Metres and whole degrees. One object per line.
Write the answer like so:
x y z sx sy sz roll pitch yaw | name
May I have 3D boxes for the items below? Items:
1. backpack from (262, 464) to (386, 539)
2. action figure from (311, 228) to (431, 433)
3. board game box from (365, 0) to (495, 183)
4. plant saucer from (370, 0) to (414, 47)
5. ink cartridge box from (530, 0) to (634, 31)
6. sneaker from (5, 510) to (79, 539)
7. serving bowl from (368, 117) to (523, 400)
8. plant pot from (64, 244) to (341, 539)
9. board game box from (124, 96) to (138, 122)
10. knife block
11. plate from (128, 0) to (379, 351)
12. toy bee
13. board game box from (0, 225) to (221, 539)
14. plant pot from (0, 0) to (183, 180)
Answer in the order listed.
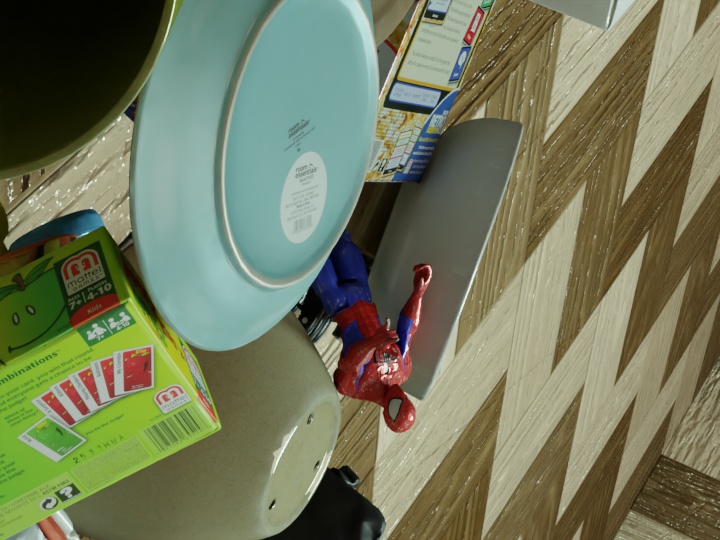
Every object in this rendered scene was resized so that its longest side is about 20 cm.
-0.079 0.219 1.183 0.154 0.163 0.200 -45 159 -29 | backpack
0.000 0.000 1.024 0.065 0.201 0.099 -12 161 -36 | action figure
0.035 -0.151 0.983 0.201 0.046 0.151 -67 164 10 | board game box
-0.004 -0.182 0.767 0.200 0.029 0.201 -42 142 -45 | plant saucer
0.171 -0.283 1.260 0.200 0.145 0.085 -48 155 -41 | ink cartridge box
-0.206 0.131 0.886 0.082 0.077 0.200 -31 149 -13 | sneaker
0.047 -0.016 1.127 0.200 0.065 0.201 19 90 -89 | serving bowl
-0.090 0.090 1.011 0.201 0.134 0.201 -53 156 -36 | plant pot
-0.073 -0.174 0.790 0.134 0.045 0.201 44 65 -30 | board game box
-0.009 -0.053 1.166 0.176 0.064 0.201 -48 153 -44 | knife block
-0.033 -0.061 0.715 0.200 0.025 0.201 -39 136 -53 | plate
-0.157 0.007 0.772 0.108 0.131 0.200 -20 152 -38 | toy bee
-0.172 0.071 0.711 0.199 0.048 0.102 -27 138 0 | board game box
-0.128 -0.159 0.612 0.200 0.186 0.188 -67 171 -60 | plant pot
